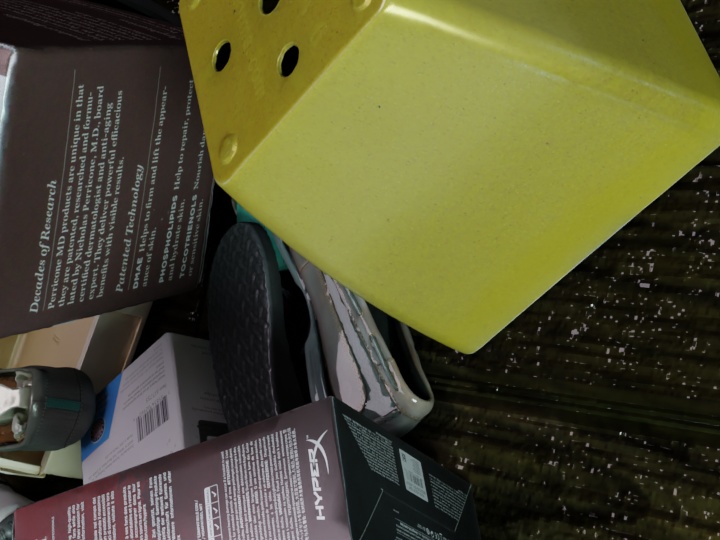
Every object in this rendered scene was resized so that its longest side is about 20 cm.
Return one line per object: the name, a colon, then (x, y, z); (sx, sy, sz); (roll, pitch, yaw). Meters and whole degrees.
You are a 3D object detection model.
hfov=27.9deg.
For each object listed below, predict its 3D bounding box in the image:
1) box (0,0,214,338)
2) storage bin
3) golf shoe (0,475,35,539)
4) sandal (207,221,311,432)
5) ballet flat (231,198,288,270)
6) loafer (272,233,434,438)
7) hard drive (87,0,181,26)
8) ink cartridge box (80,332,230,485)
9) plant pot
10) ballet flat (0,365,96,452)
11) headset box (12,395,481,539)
box: (-0.205, -0.072, 0.857); (0.166, 0.200, 0.165); (19, 108, 27)
storage bin: (-0.243, 0.028, 1.083); (0.198, 0.094, 0.200); (30, 101, 53)
golf shoe: (-0.282, 0.171, 1.032); (0.078, 0.095, 0.200); (-40, 9, -24)
sandal: (-0.047, 0.071, 0.850); (0.075, 0.048, 0.201); (-21, 78, 51)
ballet flat: (-0.061, -0.087, 0.908); (0.070, 0.067, 0.200); (-30, 56, 34)
loafer: (0.000, 0.000, 0.802); (0.063, 0.072, 0.200); (-30, 64, 39)
hard drive: (-0.204, -0.143, 1.016); (0.042, 0.200, 0.135); (25, 97, 38)
ink cartridge box: (-0.111, 0.155, 0.885); (0.116, 0.068, 0.200); (-39, 48, 38)
plant pot: (0.025, -0.106, 0.715); (0.200, 0.176, 0.200); (-44, 46, 35)
ballet flat: (-0.258, 0.092, 0.960); (0.200, 0.064, 0.068); (-11, 75, 38)
headset box: (-0.058, 0.145, 0.700); (0.200, 0.149, 0.077); (-22, 57, 20)
